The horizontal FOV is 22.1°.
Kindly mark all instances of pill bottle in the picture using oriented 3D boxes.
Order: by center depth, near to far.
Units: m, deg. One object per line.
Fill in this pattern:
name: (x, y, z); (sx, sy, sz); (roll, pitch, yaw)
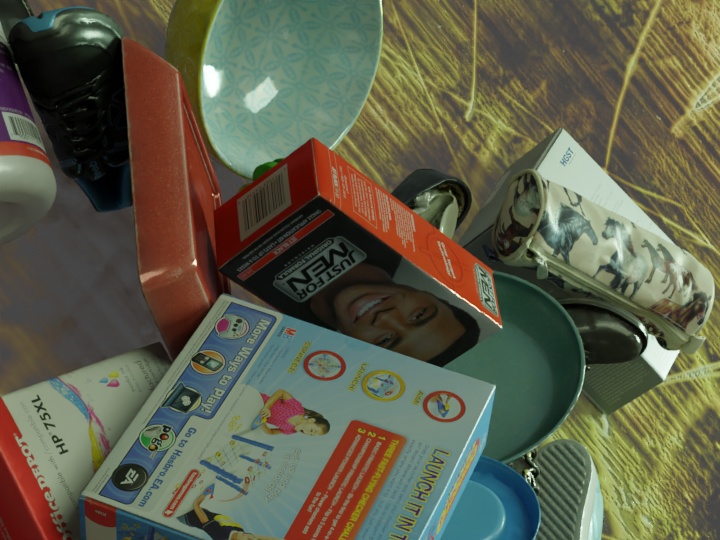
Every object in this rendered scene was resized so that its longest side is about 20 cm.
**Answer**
pill bottle: (-0.282, -0.117, 1.229); (0.112, 0.112, 0.201); (-4, 64, -44)

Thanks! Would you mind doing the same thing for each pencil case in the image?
pencil case: (0.199, -0.003, 1.504); (0.199, 0.078, 0.090); (27, 50, -22)

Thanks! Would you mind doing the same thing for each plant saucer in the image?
plant saucer: (-0.120, -0.029, 1.274); (0.037, 0.200, 0.201); (-10, 60, 2)
plant saucer: (0.071, 0.083, 1.398); (0.199, 0.036, 0.201); (-5, 48, 6)

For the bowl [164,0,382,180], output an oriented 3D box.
bowl: (-0.087, -0.180, 1.441); (0.107, 0.201, 0.200); (24, 23, 39)

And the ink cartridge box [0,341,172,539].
ink cartridge box: (-0.188, 0.132, 1.172); (0.200, 0.067, 0.117); (-20, 76, -48)

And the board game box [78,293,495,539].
board game box: (-0.041, 0.122, 1.141); (0.195, 0.056, 0.200); (18, 43, 14)

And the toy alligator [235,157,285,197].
toy alligator: (-0.034, -0.056, 1.440); (0.200, 0.059, 0.055); (5, 96, -53)

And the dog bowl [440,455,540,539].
dog bowl: (0.025, 0.169, 1.282); (0.199, 0.050, 0.112); (16, 41, 15)

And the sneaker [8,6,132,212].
sneaker: (-0.186, -0.111, 1.272); (0.200, 0.073, 0.082); (70, 6, -67)

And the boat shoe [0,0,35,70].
boat shoe: (-0.295, -0.237, 1.338); (0.200, 0.066, 0.074); (53, 40, 1)

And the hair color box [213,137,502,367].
hair color box: (0.000, 0.000, 1.313); (0.200, 0.101, 0.061); (34, 33, -36)

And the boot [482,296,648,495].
boot: (0.128, 0.107, 1.440); (0.199, 0.069, 0.175); (0, 48, 5)

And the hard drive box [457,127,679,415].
hard drive box: (0.196, -0.001, 1.615); (0.200, 0.077, 0.156); (46, 41, -8)

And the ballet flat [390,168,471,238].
ballet flat: (0.024, -0.015, 1.426); (0.073, 0.073, 0.200); (48, 51, -4)

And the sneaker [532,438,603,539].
sneaker: (0.150, 0.234, 1.413); (0.082, 0.074, 0.201); (58, 46, -46)
